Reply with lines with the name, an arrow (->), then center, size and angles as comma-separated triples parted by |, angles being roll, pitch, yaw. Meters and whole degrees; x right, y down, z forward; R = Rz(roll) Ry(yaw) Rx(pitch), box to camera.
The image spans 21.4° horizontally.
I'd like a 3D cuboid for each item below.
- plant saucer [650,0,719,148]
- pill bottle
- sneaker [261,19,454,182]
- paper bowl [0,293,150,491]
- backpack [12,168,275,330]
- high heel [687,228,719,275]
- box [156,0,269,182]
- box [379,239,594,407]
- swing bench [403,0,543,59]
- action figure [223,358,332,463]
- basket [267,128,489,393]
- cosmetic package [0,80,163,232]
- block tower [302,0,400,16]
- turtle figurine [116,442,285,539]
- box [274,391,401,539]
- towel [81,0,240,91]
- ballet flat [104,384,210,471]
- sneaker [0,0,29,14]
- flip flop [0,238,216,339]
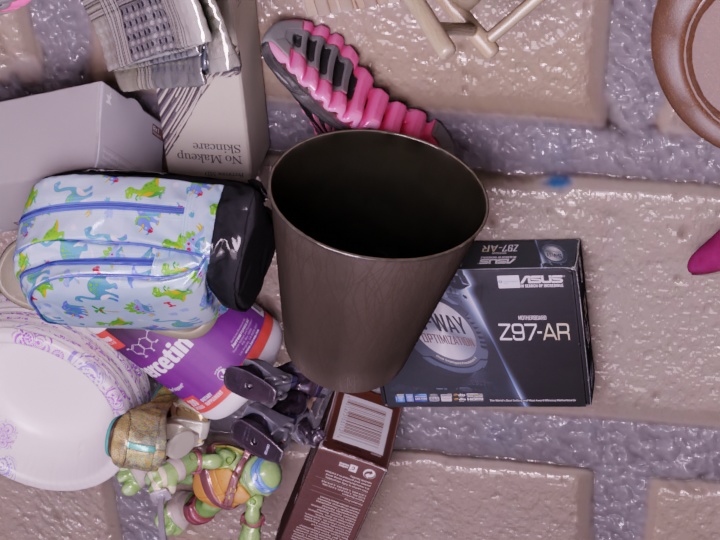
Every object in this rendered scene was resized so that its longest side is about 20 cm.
plant saucer -> 0.324, -0.174, 1.490 | 0.199, 0.037, 0.202 | 7, 115, 15
pill bottle -> -0.175, 0.039, 1.740 | 0.200, 0.113, 0.112 | 38, 125, -17
sneaker -> -0.017, -0.126, 1.613 | 0.200, 0.079, 0.095 | 41, 136, -17
paper bowl -> -0.297, 0.105, 1.817 | 0.199, 0.105, 0.202 | 8, 129, 10
backpack -> -0.183, -0.018, 1.550 | 0.198, 0.155, 0.163 | 19, 166, 6
high heel -> 0.341, -0.069, 1.596 | 0.199, 0.067, 0.097 | -31, 87, 33
box -> -0.128, -0.173, 1.597 | 0.081, 0.069, 0.201 | 2, 126, 11
box -> 0.108, 0.050, 1.730 | 0.198, 0.044, 0.161 | 0, 126, 13
swing bench -> 0.092, -0.293, 1.388 | 0.199, 0.130, 0.201 | -38, 83, 19
action figure -> -0.052, 0.105, 1.719 | 0.069, 0.200, 0.131 | 15, 109, 21
basket -> 0.000, 0.000, 1.592 | 0.179, 0.137, 0.201 | 5, 141, -7
cosmetic package -> -0.278, -0.094, 1.643 | 0.198, 0.091, 0.107 | -6, 160, 28
block tower -> 0.040, -0.250, 1.512 | 0.198, 0.054, 0.058 | -6, 125, 17
turtle figurine -> -0.165, 0.239, 1.840 | 0.143, 0.202, 0.193 | 15, 168, -34
box -> -0.027, 0.216, 1.851 | 0.074, 0.100, 0.201 | 18, 127, -2
towel -> -0.183, -0.234, 1.497 | 0.192, 0.034, 0.201 | -1, 115, 55
ballet flat -> -0.176, 0.146, 1.770 | 0.070, 0.200, 0.071 | 2, 98, 13
sneaker -> -0.301, -0.286, 1.547 | 0.078, 0.096, 0.200 | -14, 156, -28
flip flop -> -0.219, 0.013, 1.643 | 0.198, 0.058, 0.082 | 16, 92, 5
